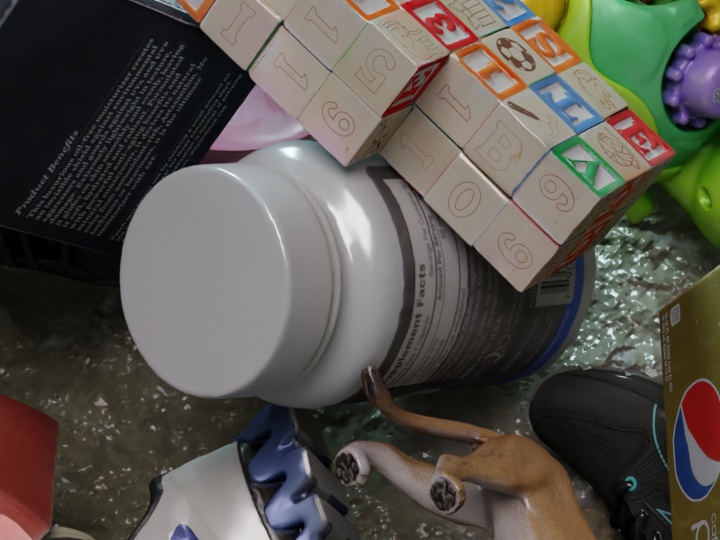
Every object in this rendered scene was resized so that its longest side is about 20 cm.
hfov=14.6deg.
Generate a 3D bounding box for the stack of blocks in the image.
[{"bbox_3d":[0.024,-0.085,1.174,0.200,0.059,0.115,45,31,9],"label":"stack of blocks"}]

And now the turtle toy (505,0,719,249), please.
[{"bbox_3d":[0.137,-0.089,1.277,0.101,0.146,0.200,-26,97,17],"label":"turtle toy"}]

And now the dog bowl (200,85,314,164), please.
[{"bbox_3d":[-0.050,-0.099,1.358,0.200,0.074,0.200,-3,56,5],"label":"dog bowl"}]

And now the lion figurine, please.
[{"bbox_3d":[0.076,0.124,1.156,0.122,0.072,0.200,-7,70,-47],"label":"lion figurine"}]

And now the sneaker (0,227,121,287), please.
[{"bbox_3d":[-0.186,-0.012,1.287,0.202,0.077,0.146,16,33,21],"label":"sneaker"}]

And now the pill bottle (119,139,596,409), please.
[{"bbox_3d":[0.000,0.000,1.206,0.200,0.114,0.114,-4,43,-49],"label":"pill bottle"}]

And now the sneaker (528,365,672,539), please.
[{"bbox_3d":[0.144,0.112,1.198,0.200,0.075,0.079,33,69,25],"label":"sneaker"}]

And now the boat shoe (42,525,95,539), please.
[{"bbox_3d":[-0.123,0.198,1.054,0.072,0.065,0.200,17,87,-29],"label":"boat shoe"}]

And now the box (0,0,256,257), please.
[{"bbox_3d":[-0.179,-0.118,1.189,0.200,0.198,0.123,40,100,24],"label":"box"}]

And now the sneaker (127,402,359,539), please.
[{"bbox_3d":[-0.050,0.161,1.196,0.115,0.081,0.200,-21,63,10],"label":"sneaker"}]

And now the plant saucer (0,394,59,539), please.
[{"bbox_3d":[-0.219,0.111,1.128,0.199,0.200,0.037,-26,101,0],"label":"plant saucer"}]

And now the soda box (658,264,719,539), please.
[{"bbox_3d":[0.165,0.102,1.124,0.064,0.068,0.200,4,70,-18],"label":"soda box"}]
